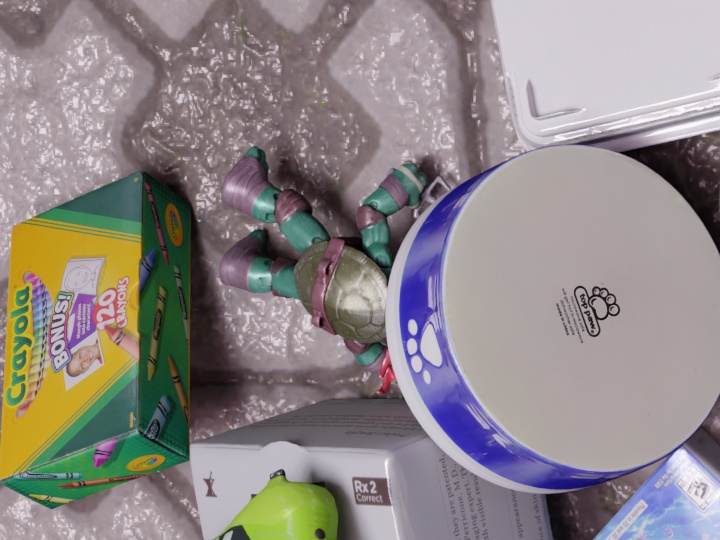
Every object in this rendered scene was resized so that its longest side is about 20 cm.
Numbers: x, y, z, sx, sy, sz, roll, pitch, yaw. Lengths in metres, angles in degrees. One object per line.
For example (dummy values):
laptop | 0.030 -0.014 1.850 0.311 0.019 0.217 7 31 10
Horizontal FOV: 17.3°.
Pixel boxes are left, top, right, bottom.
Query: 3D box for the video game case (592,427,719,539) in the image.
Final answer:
video game case | 0.213 0.234 1.495 0.181 0.045 0.200 43 115 11

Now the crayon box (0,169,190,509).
crayon box | -0.176 0.046 1.583 0.118 0.058 0.201 -21 54 28

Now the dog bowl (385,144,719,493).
dog bowl | 0.120 0.029 1.410 0.201 0.199 0.079 65 154 1

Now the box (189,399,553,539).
box | 0.013 0.191 1.502 0.198 0.130 0.201 -3 99 48

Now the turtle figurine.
turtle figurine | 0.000 0.000 1.528 0.199 0.101 0.151 24 110 26

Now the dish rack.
dish rack | 0.166 -0.162 1.428 0.199 0.043 0.173 -12 86 28

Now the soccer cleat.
soccer cleat | -0.075 0.199 1.440 0.200 0.067 0.081 -50 34 44
